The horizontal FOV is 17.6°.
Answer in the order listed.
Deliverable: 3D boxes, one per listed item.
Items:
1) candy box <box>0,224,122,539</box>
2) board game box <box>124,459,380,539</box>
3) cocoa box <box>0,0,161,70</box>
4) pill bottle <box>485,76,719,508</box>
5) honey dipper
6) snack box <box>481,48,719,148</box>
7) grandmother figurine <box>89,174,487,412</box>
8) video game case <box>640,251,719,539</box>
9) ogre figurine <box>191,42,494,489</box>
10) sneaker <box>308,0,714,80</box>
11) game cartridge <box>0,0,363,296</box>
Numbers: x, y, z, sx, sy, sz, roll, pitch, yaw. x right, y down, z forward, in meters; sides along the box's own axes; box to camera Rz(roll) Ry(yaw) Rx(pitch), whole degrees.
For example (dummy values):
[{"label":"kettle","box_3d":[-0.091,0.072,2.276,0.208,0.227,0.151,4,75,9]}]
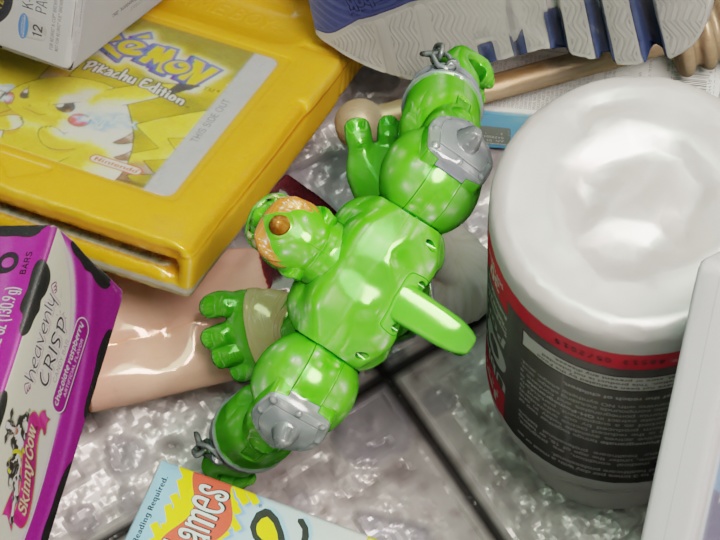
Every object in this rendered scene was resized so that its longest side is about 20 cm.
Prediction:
[{"label":"candy box","box_3d":[-0.211,0.053,0.957,0.200,0.061,0.137,-1,60,28]},{"label":"board game box","box_3d":[-0.002,0.168,0.901,0.200,0.103,0.105,19,65,12]},{"label":"cocoa box","box_3d":[-0.132,-0.198,1.034,0.131,0.134,0.200,20,32,14]},{"label":"pill bottle","box_3d":[0.104,0.020,0.917,0.110,0.200,0.111,-1,62,2]},{"label":"honey dipper","box_3d":[0.085,-0.088,1.027,0.200,0.038,0.038,-16,63,1]},{"label":"snack box","box_3d":[0.116,-0.147,1.092,0.116,0.037,0.200,6,64,6]},{"label":"grandmother figurine","box_3d":[-0.039,0.013,1.012,0.200,0.061,0.122,-9,86,-5]},{"label":"video game case","box_3d":[0.155,0.068,0.855,0.023,0.200,0.182,22,27,29]},{"label":"ogre figurine","box_3d":[0.000,0.000,0.924,0.200,0.120,0.098,-39,98,-5]},{"label":"sneaker","box_3d":[0.079,-0.140,1.020,0.199,0.081,0.115,5,30,29]},{"label":"game cartridge","box_3d":[-0.110,-0.081,1.029,0.176,0.032,0.200,18,43,14]}]
